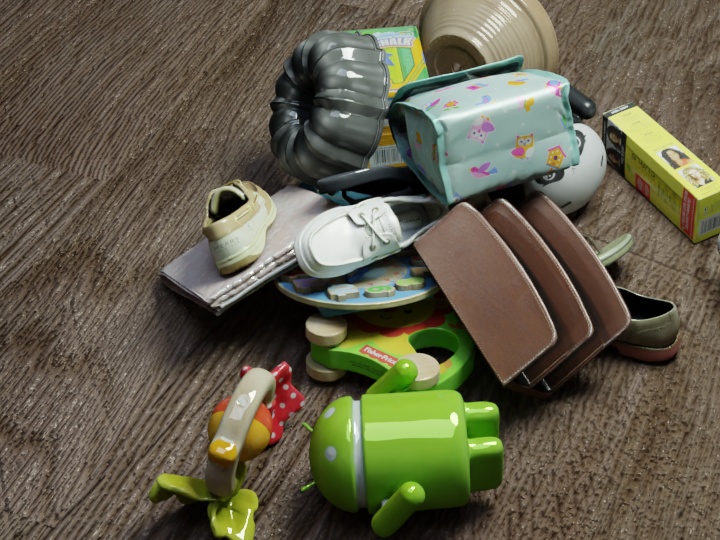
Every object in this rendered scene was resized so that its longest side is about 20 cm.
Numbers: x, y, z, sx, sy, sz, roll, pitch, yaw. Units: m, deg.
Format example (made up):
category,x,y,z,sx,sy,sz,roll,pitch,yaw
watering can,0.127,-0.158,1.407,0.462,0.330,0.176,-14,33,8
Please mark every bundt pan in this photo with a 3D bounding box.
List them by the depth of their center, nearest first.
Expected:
category,x,y,z,sx,sy,sz,roll,pitch,yaw
bundt pan,-0.048,-0.197,1.670,0.075,0.203,0.202,11,34,-29

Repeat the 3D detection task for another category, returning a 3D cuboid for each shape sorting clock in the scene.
category,x,y,z,sx,sy,sz,roll,pitch,yaw
shape sorting clock,0.000,0.000,1.567,0.198,0.040,0.200,-5,23,2

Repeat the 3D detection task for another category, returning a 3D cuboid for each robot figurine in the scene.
category,x,y,z,sx,sy,sz,roll,pitch,yaw
robot figurine,0.040,0.179,1.373,0.198,0.116,0.176,-3,49,2
robot figurine,0.209,-0.151,1.716,0.124,0.151,0.200,-19,42,-34

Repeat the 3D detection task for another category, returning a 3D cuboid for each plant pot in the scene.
category,x,y,z,sx,sy,sz,roll,pitch,yaw
plant pot,0.148,-0.279,1.805,0.200,0.202,0.093,22,45,27

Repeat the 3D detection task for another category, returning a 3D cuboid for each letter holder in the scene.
category,x,y,z,sx,sy,sz,roll,pitch,yaw
letter holder,0.175,0.011,1.480,0.142,0.100,0.201,-42,58,18

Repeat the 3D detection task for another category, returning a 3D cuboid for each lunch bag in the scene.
category,x,y,z,sx,sy,sz,roll,pitch,yaw
lunch bag,0.131,-0.166,1.572,0.169,0.123,0.200,-16,22,-10

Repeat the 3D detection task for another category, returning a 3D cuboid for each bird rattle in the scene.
category,x,y,z,sx,sy,sz,roll,pitch,yaw
bird rattle,-0.112,0.165,1.380,0.112,0.163,0.200,29,59,8

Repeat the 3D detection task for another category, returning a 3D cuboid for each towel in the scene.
category,x,y,z,sx,sy,sz,roll,pitch,yaw
towel,-0.122,-0.026,1.604,0.199,0.032,0.191,-33,23,-15

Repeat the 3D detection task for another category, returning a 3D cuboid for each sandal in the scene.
category,x,y,z,sx,sy,sz,roll,pitch,yaw
sandal,0.220,-0.016,1.595,0.199,0.058,0.080,-13,-1,-8
sandal,0.030,-0.092,1.610,0.076,0.043,0.199,-11,-6,38

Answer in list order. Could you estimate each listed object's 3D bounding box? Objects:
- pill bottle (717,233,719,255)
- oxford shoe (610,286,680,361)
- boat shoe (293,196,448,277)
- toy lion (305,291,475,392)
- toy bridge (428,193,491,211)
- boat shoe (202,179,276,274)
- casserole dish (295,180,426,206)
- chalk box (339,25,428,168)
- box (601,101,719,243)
category,x,y,z,sx,sy,sz,roll,pitch,yaw
pill bottle,0.472,0.020,1.516,0.112,0.113,0.200,-15,43,-12
oxford shoe,0.256,0.041,1.538,0.199,0.075,0.071,8,44,15
boat shoe,0.015,-0.047,1.517,0.199,0.071,0.069,-23,2,-39
toy lion,0.045,0.067,1.541,0.199,0.069,0.191,24,41,32
toy bridge,0.129,-0.068,1.684,0.067,0.027,0.200,-30,40,6
boat shoe,-0.141,-0.067,1.585,0.074,0.067,0.200,-25,22,7
casserole dish,-0.005,-0.084,1.727,0.199,0.039,0.121,16,45,23
chalk box,0.023,-0.239,1.831,0.124,0.125,0.201,-7,42,-3
box,0.372,-0.123,1.713,0.050,0.076,0.200,-23,46,-17
